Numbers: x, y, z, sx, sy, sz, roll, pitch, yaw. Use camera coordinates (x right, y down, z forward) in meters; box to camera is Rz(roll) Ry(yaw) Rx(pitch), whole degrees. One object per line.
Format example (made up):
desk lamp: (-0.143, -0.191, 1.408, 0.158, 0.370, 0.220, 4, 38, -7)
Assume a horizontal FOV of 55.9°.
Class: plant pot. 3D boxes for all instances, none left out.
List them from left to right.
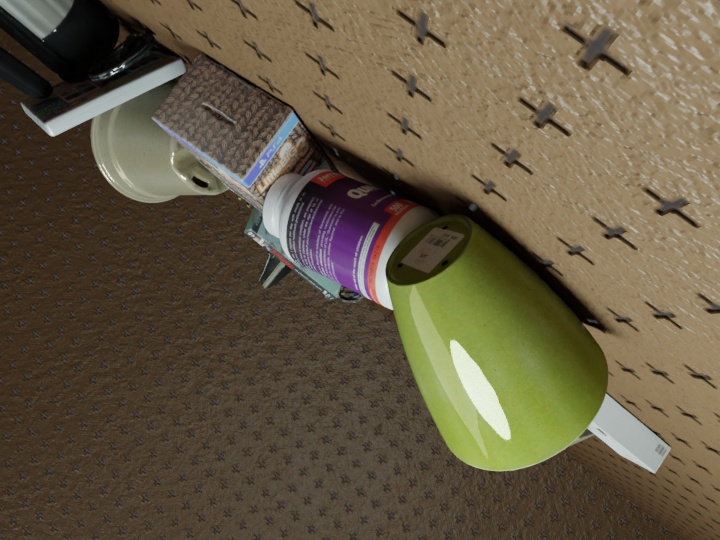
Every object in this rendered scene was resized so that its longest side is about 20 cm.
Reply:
plant pot: (-0.264, -0.190, 1.001, 0.182, 0.203, 0.200, 15, 162, 44)
plant pot: (0.112, 0.052, 0.653, 0.201, 0.187, 0.187, 53, 168, -27)

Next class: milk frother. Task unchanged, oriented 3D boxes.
milk frother: (-0.391, -0.338, 0.874, 0.197, 0.183, 0.188, -14, 151, 22)

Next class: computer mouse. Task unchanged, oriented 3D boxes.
computer mouse: (0.043, 0.043, 1.191, 0.197, 0.034, 0.059, 8, 131, 31)

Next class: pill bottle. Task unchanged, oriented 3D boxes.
pill bottle: (-0.012, -0.042, 0.750, 0.198, 0.114, 0.112, 25, 170, 30)

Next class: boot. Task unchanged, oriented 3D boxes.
boot: (-0.164, -0.084, 1.228, 0.153, 0.205, 0.073, 39, -153, 8)

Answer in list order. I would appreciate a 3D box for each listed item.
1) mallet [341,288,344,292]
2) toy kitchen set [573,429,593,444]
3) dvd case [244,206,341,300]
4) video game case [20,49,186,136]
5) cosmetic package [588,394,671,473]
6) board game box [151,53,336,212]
mallet: (-0.056, -0.012, 1.221, 0.041, 0.066, 0.202, 17, 142, 21)
toy kitchen set: (0.342, 0.227, 1.250, 0.161, 0.180, 0.203, -5, -117, -37)
dvd case: (-0.087, -0.066, 1.087, 0.022, 0.148, 0.200, -13, 138, 42)
video game case: (-0.361, -0.255, 0.946, 0.181, 0.199, 0.024, 31, 148, 49)
cosmetic package: (0.365, 0.222, 1.024, 0.199, 0.051, 0.082, 39, 176, -14)
board game box: (-0.131, -0.146, 0.850, 0.159, 0.097, 0.200, 35, 175, 24)
